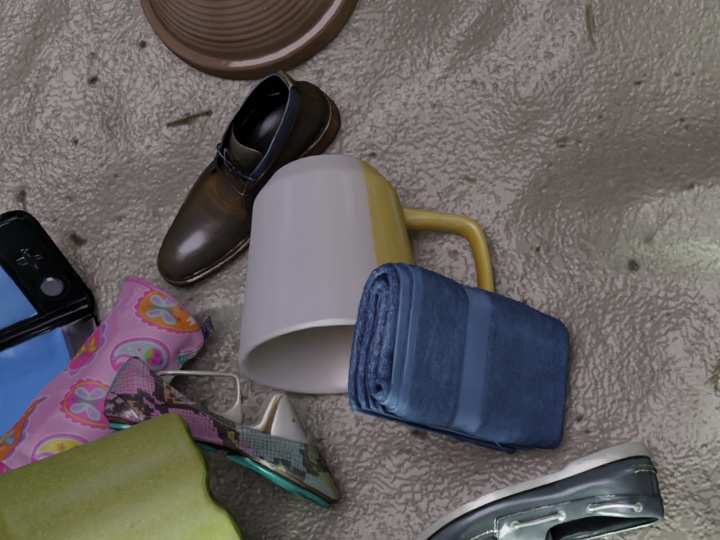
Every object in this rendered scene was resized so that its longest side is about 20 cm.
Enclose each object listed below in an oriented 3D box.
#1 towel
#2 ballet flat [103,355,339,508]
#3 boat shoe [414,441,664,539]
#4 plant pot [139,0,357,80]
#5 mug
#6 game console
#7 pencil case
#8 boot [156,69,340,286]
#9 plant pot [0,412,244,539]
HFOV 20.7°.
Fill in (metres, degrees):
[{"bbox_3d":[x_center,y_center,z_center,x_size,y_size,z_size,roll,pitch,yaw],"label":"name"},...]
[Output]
[{"bbox_3d":[0.073,0.066,1.440,0.048,0.199,0.113,-3,74,46],"label":"towel"},{"bbox_3d":[-0.096,0.116,1.496,0.199,0.069,0.072,22,81,-16],"label":"ballet flat"},{"bbox_3d":[0.129,0.191,1.454,0.199,0.073,0.062,-23,68,4],"label":"boat shoe"},{"bbox_3d":[-0.100,-0.266,1.620,0.199,0.093,0.203,-4,75,15],"label":"plant pot"},{"bbox_3d":[-0.009,0.002,1.524,0.149,0.186,0.154,-29,57,42],"label":"mug"},{"bbox_3d":[-0.313,0.075,1.590,0.199,0.176,0.117,-22,43,9],"label":"game console"},{"bbox_3d":[-0.202,0.101,1.533,0.087,0.088,0.200,28,64,20],"label":"pencil case"},{"bbox_3d":[-0.105,-0.078,1.572,0.075,0.097,0.200,40,90,21],"label":"boot"},{"bbox_3d":[-0.179,0.197,1.395,0.183,0.201,0.201,-28,70,-6],"label":"plant pot"}]
